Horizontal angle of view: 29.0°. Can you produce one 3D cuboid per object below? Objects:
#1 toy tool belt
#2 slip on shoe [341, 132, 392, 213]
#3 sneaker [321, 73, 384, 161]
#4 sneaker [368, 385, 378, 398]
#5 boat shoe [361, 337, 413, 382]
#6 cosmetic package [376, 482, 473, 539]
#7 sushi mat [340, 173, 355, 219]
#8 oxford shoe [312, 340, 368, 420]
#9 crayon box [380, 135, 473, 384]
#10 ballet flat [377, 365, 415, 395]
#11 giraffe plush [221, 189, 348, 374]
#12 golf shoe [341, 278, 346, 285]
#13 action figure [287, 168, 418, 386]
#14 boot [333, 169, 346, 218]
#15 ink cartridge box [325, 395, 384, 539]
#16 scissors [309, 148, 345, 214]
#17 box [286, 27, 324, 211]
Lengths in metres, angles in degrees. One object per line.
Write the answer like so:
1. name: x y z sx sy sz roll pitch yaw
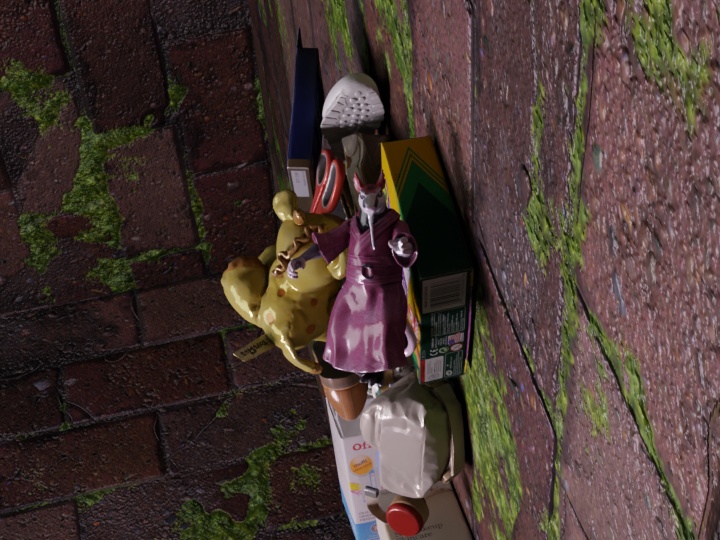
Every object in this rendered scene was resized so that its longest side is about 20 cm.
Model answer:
1. toy tool belt: 0.073 0.200 1.626 0.123 0.125 0.200 -50 -35 -48
2. slip on shoe: 0.018 -0.098 1.609 0.200 0.060 0.076 -99 -2 -59
3. sneaker: -0.014 -0.202 1.708 0.200 0.076 0.081 103 163 -72
4. sneaker: 0.030 0.137 1.808 0.200 0.080 0.076 54 157 30
5. boat shoe: 0.036 0.078 1.550 0.057 0.067 0.200 52 -161 11
6. cosmetic package: 0.087 0.351 1.713 0.200 0.103 0.073 -113 14 -56
7. sushi mat: 0.011 -0.062 1.725 0.200 0.012 0.096 42 -152 -64
8. oxford shoe: -0.020 0.123 1.700 0.200 0.071 0.071 -81 -20 -70
9. crayon box: 0.066 -0.009 1.437 0.200 0.058 0.173 87 169 -55
10. ballet flat: 0.044 0.115 1.675 0.200 0.063 0.069 72 -156 -59
11. giraffe plush: -0.063 -0.003 1.564 0.162 0.172 0.200 -66 -6 32
12. golf shoe: 0.000 0.000 1.695 0.200 0.078 0.097 41 170 16
13. action figure: 0.021 0.003 1.323 0.149 0.134 0.200 -9 -75 -56
14. boot: -0.010 -0.060 2.032 0.144 0.072 0.200 -53 -31 -70
15. ink cartridge box: 0.033 0.248 1.892 0.125 0.128 0.200 -115 15 -64
16. scissors: -0.055 -0.055 1.673 0.073 0.014 0.200 -120 40 -49
17. box: -0.066 -0.189 1.735 0.121 0.032 0.200 84 -173 -67
